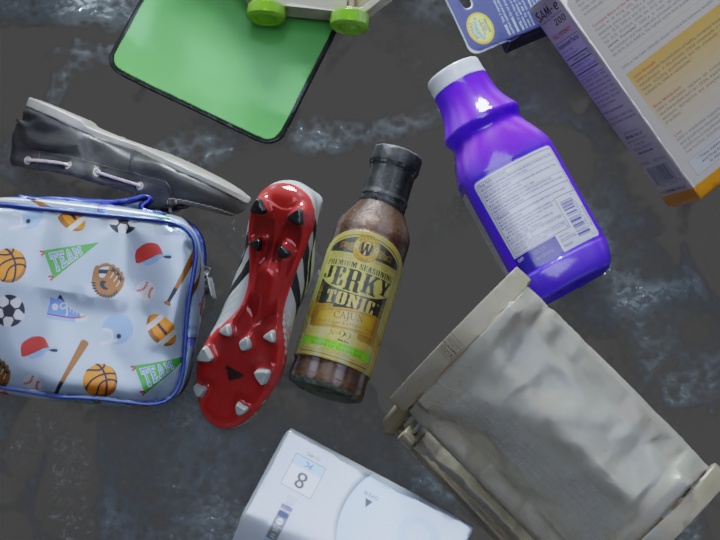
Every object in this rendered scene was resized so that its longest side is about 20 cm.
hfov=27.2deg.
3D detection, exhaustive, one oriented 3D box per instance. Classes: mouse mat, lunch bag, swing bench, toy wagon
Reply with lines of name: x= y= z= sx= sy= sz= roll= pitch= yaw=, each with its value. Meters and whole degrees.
mouse mat: x=-0.097 y=-0.219 z=1.234 sx=0.160 sy=0.008 sz=0.201 roll=26 pitch=79 yaw=4
lunch bag: x=-0.210 y=0.019 z=1.132 sx=0.198 sy=0.076 sz=0.162 roll=6 pitch=89 yaw=-1
swing bench: x=0.128 y=0.128 z=1.064 sx=0.130 sy=0.200 sz=0.199 roll=-43 pitch=82 yaw=-9
toy wagon: x=-0.059 y=-0.276 z=1.225 sx=0.198 sy=0.040 sz=0.156 roll=6 pitch=77 yaw=0

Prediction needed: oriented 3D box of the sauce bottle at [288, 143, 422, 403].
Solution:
sauce bottle: x=0.000 y=0.000 z=1.159 sx=0.064 sy=0.065 sz=0.201 roll=15 pitch=78 yaw=2

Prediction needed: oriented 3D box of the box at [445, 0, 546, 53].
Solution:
box: x=0.156 y=-0.261 z=1.235 sx=0.199 sy=0.032 sz=0.122 roll=-22 pitch=79 yaw=-8

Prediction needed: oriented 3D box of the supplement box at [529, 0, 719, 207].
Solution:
supplement box: x=0.245 y=-0.168 z=1.180 sx=0.126 sy=0.074 sz=0.201 roll=-36 pitch=93 yaw=-9

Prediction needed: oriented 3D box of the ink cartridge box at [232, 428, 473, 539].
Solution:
ink cartridge box: x=-0.030 y=0.244 z=1.113 sx=0.159 sy=0.047 sz=0.201 roll=27 pitch=76 yaw=4

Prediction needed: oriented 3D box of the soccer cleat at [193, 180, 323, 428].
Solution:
soccer cleat: x=-0.073 y=0.027 z=1.152 sx=0.068 sy=0.085 sz=0.201 roll=18 pitch=101 yaw=14

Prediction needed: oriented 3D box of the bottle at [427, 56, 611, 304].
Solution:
bottle: x=0.119 y=-0.072 z=1.177 sx=0.083 sy=0.065 sz=0.201 roll=-27 pitch=80 yaw=-8

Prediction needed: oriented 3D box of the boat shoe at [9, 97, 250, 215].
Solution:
boat shoe: x=-0.184 y=-0.074 z=1.175 sx=0.199 sy=0.067 sz=0.057 roll=24 pitch=94 yaw=8
